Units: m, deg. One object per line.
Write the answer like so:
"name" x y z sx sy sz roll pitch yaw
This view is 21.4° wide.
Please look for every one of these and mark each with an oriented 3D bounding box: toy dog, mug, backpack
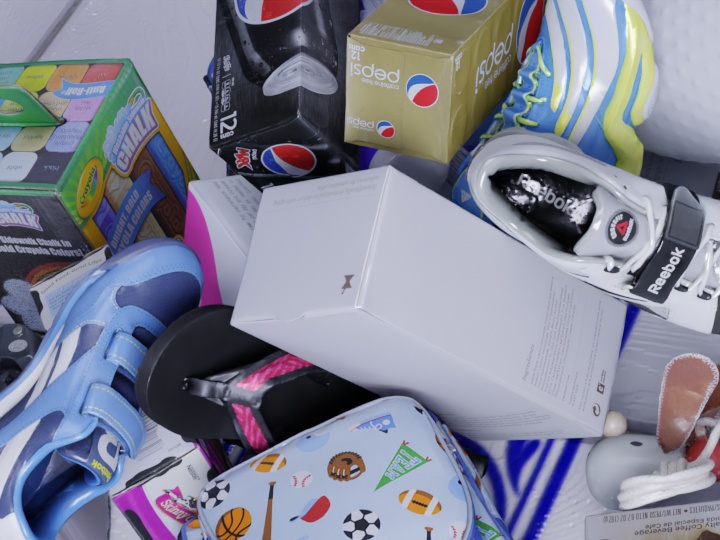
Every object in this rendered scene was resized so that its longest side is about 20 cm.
"toy dog" 0.214 0.062 1.043 0.199 0.132 0.097 -16 80 1
"mug" 0.204 -0.109 1.103 0.175 0.147 0.201 2 80 43
"backpack" 0.009 0.176 1.016 0.199 0.154 0.191 -28 52 -6

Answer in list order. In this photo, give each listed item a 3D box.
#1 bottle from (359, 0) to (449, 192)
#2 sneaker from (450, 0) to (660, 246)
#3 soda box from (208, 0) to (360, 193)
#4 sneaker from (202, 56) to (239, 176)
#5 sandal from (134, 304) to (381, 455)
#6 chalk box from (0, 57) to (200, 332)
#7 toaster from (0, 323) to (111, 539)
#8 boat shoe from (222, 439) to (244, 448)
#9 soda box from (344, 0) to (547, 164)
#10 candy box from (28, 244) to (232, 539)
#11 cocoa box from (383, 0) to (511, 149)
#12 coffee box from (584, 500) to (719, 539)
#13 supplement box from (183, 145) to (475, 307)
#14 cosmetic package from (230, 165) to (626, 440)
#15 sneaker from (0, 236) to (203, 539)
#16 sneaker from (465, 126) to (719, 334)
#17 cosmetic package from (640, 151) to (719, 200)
"bottle" -0.006 -0.120 1.173 0.083 0.065 0.200 -33 49 6
"sneaker" 0.104 -0.074 1.053 0.105 0.201 0.076 -24 38 -25
"soda box" -0.042 -0.146 1.121 0.063 0.071 0.201 -17 56 26
"sneaker" -0.081 -0.121 1.381 0.075 0.078 0.201 -34 36 24
"sandal" -0.043 0.072 1.061 0.045 0.200 0.075 25 91 43
"chalk box" -0.206 -0.064 1.307 0.124 0.200 0.124 3 50 28
"toaster" -0.220 0.142 1.167 0.113 0.129 0.201 -18 42 10
"boat shoe" -0.066 0.079 1.200 0.066 0.074 0.200 -44 55 17
"soda box" 0.058 -0.136 1.101 0.064 0.068 0.200 14 33 20
"candy box" -0.125 0.097 1.159 0.061 0.137 0.200 -30 43 -3
"cocoa box" 0.049 -0.112 1.279 0.199 0.132 0.134 -11 45 17
"coffee box" 0.171 0.217 0.937 0.112 0.080 0.201 -9 45 17
"supplement box" 0.000 0.000 1.156 0.199 0.102 0.103 -9 35 -27
"cosmetic package" 0.041 0.025 1.044 0.107 0.200 0.085 -6 63 46
"sneaker" -0.144 0.072 1.042 0.082 0.074 0.200 27 75 43
"sneaker" 0.144 -0.013 0.981 0.199 0.088 0.074 20 101 9
"cosmetic package" 0.247 -0.054 1.170 0.199 0.074 0.102 -1 50 28
